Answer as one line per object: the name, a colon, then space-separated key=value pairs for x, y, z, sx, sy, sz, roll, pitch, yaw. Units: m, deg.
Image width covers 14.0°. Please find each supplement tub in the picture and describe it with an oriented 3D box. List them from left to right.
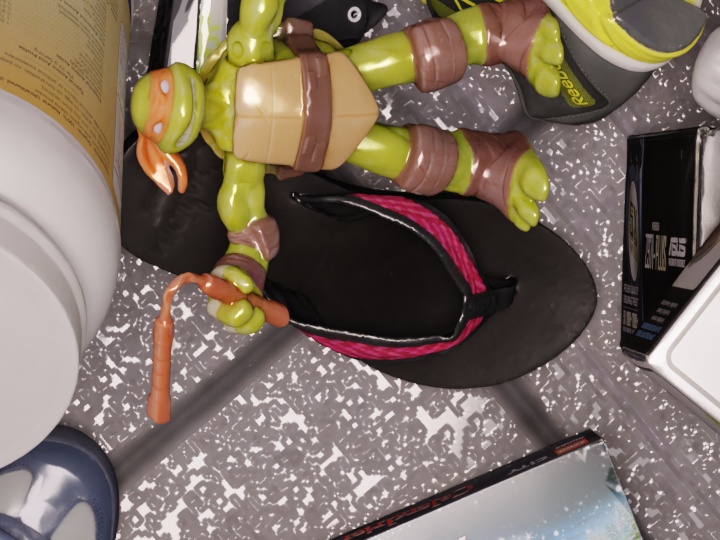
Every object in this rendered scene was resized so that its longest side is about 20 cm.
supplement tub: x=-0.150 y=-0.041 z=0.990 sx=0.143 sy=0.201 sz=0.145 roll=-1 pitch=133 yaw=-1

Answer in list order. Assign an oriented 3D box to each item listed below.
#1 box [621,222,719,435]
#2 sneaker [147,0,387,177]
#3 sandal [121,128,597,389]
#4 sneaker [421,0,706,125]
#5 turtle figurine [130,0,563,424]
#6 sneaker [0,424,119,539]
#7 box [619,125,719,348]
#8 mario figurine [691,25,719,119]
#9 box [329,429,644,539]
box: x=0.191 y=-0.014 z=0.945 sx=0.116 sy=0.060 sz=0.200 roll=40 pitch=90 yaw=-3
sneaker: x=-0.030 y=-0.116 z=1.094 sx=0.082 sy=0.072 sz=0.201 roll=8 pitch=102 yaw=-11
sandal: x=0.000 y=0.000 z=1.080 sx=0.199 sy=0.045 sz=0.075 roll=18 pitch=101 yaw=-24
sneaker: x=0.037 y=-0.134 z=1.090 sx=0.074 sy=0.085 sz=0.200 roll=-25 pitch=69 yaw=-42
turtle figurine: x=-0.015 y=-0.047 z=1.026 sx=0.160 sy=0.064 sz=0.201 roll=1 pitch=99 yaw=-19
sneaker: x=-0.148 y=0.151 z=1.083 sx=0.070 sy=0.082 sz=0.201 roll=27 pitch=90 yaw=-3
box: x=0.203 y=-0.006 z=1.058 sx=0.199 sy=0.164 sz=0.087 roll=2 pitch=91 yaw=-2
mario figurine: x=0.192 y=-0.098 z=1.048 sx=0.123 sy=0.200 sz=0.107 roll=-1 pitch=75 yaw=38
box: x=0.025 y=0.162 z=1.115 sx=0.199 sy=0.038 sz=0.137 roll=-22 pitch=93 yaw=-2
